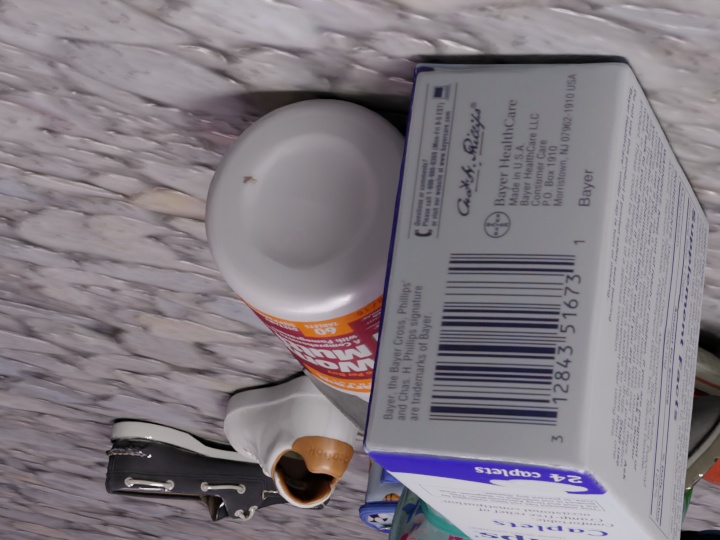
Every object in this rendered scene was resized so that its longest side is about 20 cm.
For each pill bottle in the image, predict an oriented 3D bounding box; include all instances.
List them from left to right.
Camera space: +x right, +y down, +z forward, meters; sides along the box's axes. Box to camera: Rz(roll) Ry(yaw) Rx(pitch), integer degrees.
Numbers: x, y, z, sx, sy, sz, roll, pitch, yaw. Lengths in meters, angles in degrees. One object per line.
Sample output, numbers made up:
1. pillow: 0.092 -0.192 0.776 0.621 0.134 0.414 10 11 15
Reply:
1. pill bottle: 0.000 0.000 1.116 0.109 0.111 0.200 4 162 16

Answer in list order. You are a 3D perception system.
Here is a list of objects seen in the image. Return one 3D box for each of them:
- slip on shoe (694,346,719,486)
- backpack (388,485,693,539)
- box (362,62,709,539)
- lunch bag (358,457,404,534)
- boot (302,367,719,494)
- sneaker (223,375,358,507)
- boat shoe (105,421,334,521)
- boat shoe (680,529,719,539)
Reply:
1. slip on shoe: 0.226 0.101 1.349 0.074 0.061 0.200 37 175 36
2. backpack: 0.108 0.143 1.367 0.176 0.201 0.151 2 142 26
3. box: 0.088 0.026 1.025 0.104 0.186 0.200 1 161 21
4. lunch bag: 0.099 0.183 1.709 0.199 0.076 0.160 -6 154 39
5. boot: 0.094 0.069 1.250 0.200 0.181 0.073 50 174 5
6. sneaker: -0.058 0.132 1.614 0.072 0.085 0.200 13 164 -17
7. boat shoe: -0.116 0.177 1.825 0.199 0.061 0.074 18 160 -24
8. boat shoe: 0.244 0.183 1.375 0.199 0.069 0.085 9 124 39
